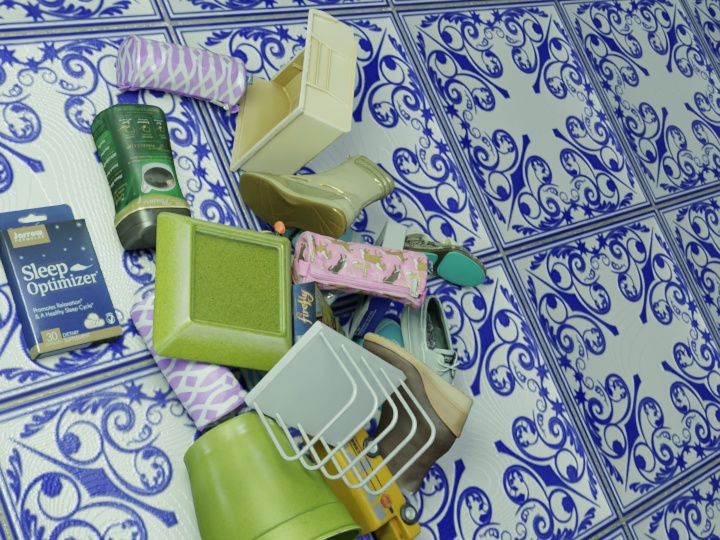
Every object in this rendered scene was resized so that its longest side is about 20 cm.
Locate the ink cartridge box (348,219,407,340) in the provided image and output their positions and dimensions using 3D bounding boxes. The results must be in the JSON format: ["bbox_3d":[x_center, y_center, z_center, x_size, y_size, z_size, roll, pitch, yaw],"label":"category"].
[{"bbox_3d":[0.025,0.025,1.642,0.039,0.100,0.201,22,45,-7],"label":"ink cartridge box"}]

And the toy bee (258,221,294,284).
[{"bbox_3d":[-0.130,-0.009,1.543,0.200,0.109,0.131,43,6,-39],"label":"toy bee"}]

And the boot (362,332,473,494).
[{"bbox_3d":[0.048,0.206,1.582,0.199,0.072,0.167,36,86,8],"label":"boot"}]

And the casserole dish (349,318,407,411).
[{"bbox_3d":[0.060,0.158,1.667,0.121,0.039,0.201,-38,94,-42],"label":"casserole dish"}]

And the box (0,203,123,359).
[{"bbox_3d":[-0.396,0.006,1.401,0.120,0.032,0.202,-12,75,-40],"label":"box"}]

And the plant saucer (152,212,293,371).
[{"bbox_3d":[-0.168,0.022,1.416,0.198,0.048,0.202,11,62,-28],"label":"plant saucer"}]

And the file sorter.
[{"bbox_3d":[-0.017,0.186,1.372,0.200,0.139,0.125,34,14,-48],"label":"file sorter"}]

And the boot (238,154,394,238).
[{"bbox_3d":[-0.065,-0.124,1.603,0.155,0.198,0.074,-40,137,-43],"label":"boot"}]

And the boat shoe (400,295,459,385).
[{"bbox_3d":[0.112,0.134,1.644,0.069,0.071,0.203,3,67,-36],"label":"boat shoe"}]

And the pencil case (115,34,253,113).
[{"bbox_3d":[-0.266,-0.293,1.619,0.198,0.084,0.087,7,87,-33],"label":"pencil case"}]

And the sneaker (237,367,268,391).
[{"bbox_3d":[-0.122,0.126,1.515,0.201,0.081,0.076,53,46,-5],"label":"sneaker"}]

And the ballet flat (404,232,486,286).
[{"bbox_3d":[0.123,-0.029,1.797,0.198,0.068,0.076,13,41,-30],"label":"ballet flat"}]

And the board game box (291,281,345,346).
[{"bbox_3d":[-0.054,0.118,1.516,0.200,0.034,0.137,64,20,-64],"label":"board game box"}]

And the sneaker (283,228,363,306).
[{"bbox_3d":[-0.072,-0.026,1.616,0.130,0.080,0.201,38,27,-12],"label":"sneaker"}]

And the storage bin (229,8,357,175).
[{"bbox_3d":[-0.100,-0.262,1.645,0.093,0.199,0.201,21,57,-28],"label":"storage bin"}]

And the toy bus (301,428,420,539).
[{"bbox_3d":[0.003,0.303,1.532,0.078,0.065,0.201,-26,85,-42],"label":"toy bus"}]

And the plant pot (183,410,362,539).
[{"bbox_3d":[-0.128,0.291,1.371,0.199,0.201,0.194,-12,63,-40],"label":"plant pot"}]

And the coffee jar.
[{"bbox_3d":[-0.302,-0.126,1.500,0.103,0.085,0.202,-3,69,-41],"label":"coffee jar"}]

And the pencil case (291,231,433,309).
[{"bbox_3d":[0.000,0.000,1.521,0.198,0.086,0.084,11,75,-19],"label":"pencil case"}]

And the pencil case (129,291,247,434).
[{"bbox_3d":[-0.223,0.113,1.433,0.201,0.084,0.085,59,29,2],"label":"pencil case"}]
